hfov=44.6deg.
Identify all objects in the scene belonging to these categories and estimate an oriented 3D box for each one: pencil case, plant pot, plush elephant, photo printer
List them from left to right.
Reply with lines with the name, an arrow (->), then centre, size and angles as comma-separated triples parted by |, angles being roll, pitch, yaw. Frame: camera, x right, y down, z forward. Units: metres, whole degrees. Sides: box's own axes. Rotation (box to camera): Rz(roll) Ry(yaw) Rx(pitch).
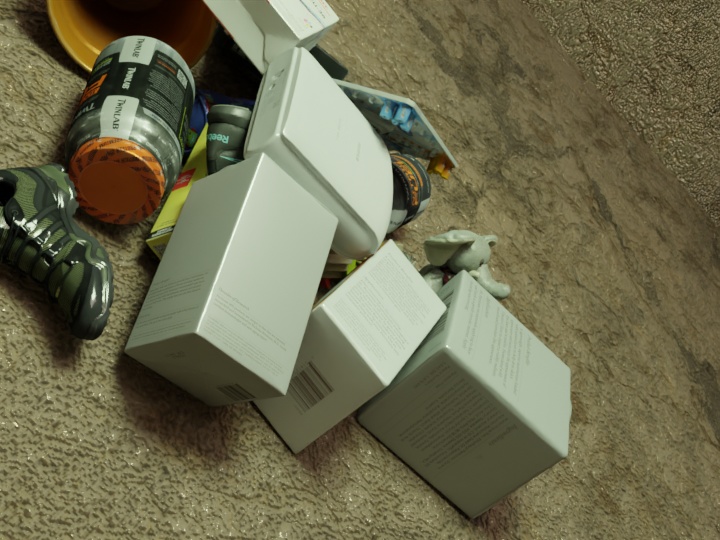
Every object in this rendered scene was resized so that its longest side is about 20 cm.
plant pot -> -0.280, -0.356, 1.085 | 0.198, 0.201, 0.184 | 29, 21, -29
pencil case -> -0.163, -0.190, 1.143 | 0.198, 0.078, 0.088 | -7, 60, -55
photo printer -> -0.034, -0.121, 0.965 | 0.200, 0.068, 0.169 | 46, 35, -33
plush elephant -> 0.137, 0.017, 1.225 | 0.163, 0.154, 0.202 | -12, 66, -55

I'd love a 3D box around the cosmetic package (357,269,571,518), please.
cosmetic package -> 0.131, 0.150, 1.067 | 0.199, 0.165, 0.166 | 42, 32, -10

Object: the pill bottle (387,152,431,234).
pill bottle -> 0.027, -0.105, 1.242 | 0.107, 0.106, 0.200 | 50, 22, 3

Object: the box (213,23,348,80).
box -> -0.120, -0.313, 1.251 | 0.162, 0.087, 0.200 | 34, 9, -23

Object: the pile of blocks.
pile of blocks -> 0.000, 0.000, 1.152 | 0.081, 0.064, 0.198 | 16, 15, 36

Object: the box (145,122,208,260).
box -> -0.170, -0.084, 0.990 | 0.076, 0.049, 0.203 | 55, 36, -37

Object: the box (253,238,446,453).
box -> -0.016, 0.078, 0.968 | 0.107, 0.152, 0.200 | 49, 30, -1

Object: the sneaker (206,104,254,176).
sneaker -> -0.110, -0.119, 1.007 | 0.199, 0.074, 0.081 | 22, 74, -52

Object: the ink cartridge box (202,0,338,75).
ink cartridge box -> -0.098, -0.317, 1.055 | 0.117, 0.067, 0.200 | 49, 26, -9

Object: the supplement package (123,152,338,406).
supplement package -> -0.121, 0.011, 0.861 | 0.119, 0.120, 0.204 | 38, 54, -34

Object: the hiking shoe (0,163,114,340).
hiking shoe -> -0.297, -0.015, 0.805 | 0.099, 0.076, 0.202 | -4, 50, -43

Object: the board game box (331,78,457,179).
board game box -> 0.007, -0.182, 1.105 | 0.197, 0.026, 0.200 | 20, -7, 26

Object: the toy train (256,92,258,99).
toy train -> -0.097, -0.138, 1.130 | 0.056, 0.041, 0.205 | -16, 100, -64

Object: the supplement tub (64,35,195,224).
supplement tub -> -0.248, -0.152, 0.951 | 0.121, 0.122, 0.203 | 30, 35, -27
